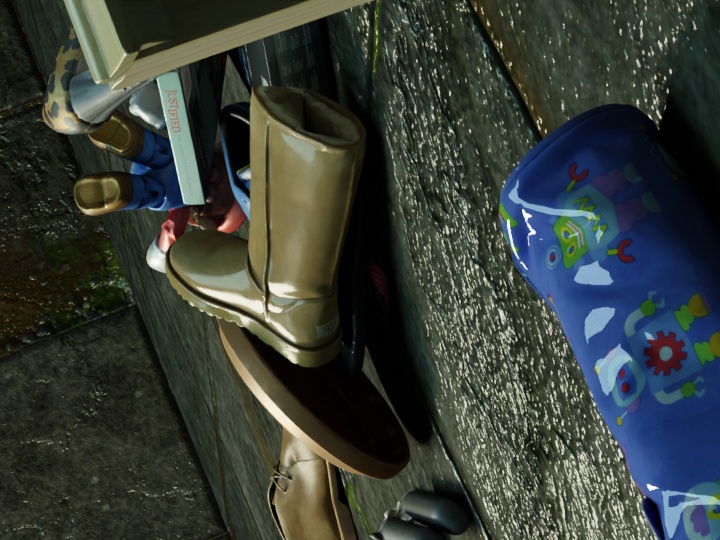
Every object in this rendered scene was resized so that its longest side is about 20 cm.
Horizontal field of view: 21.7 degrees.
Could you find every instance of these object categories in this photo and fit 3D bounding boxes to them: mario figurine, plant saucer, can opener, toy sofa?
[{"bbox_3d":[-0.166,-0.074,1.530,0.106,0.123,0.200,52,-163,24],"label":"mario figurine"},{"bbox_3d":[-0.041,0.089,1.478,0.200,0.032,0.201,42,-166,-13],"label":"plant saucer"},{"bbox_3d":[0.056,0.210,1.492,0.067,0.054,0.200,38,170,-7],"label":"can opener"},{"bbox_3d":[-0.053,-0.164,0.940,0.084,0.199,0.098,69,163,-1],"label":"toy sofa"}]

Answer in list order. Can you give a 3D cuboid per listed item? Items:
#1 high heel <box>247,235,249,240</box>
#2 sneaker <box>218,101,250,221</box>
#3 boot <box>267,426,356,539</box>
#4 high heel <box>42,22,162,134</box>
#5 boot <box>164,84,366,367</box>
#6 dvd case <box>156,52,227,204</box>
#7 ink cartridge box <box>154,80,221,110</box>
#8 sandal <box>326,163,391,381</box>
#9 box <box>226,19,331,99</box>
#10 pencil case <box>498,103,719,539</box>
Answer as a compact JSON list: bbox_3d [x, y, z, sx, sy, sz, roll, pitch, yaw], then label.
[{"bbox_3d":[-0.101,-0.050,1.619,0.068,0.095,0.201,87,159,-58],"label":"high heel"},{"bbox_3d":[-0.064,-0.042,1.479,0.078,0.066,0.202,18,-133,-64],"label":"sneaker"},{"bbox_3d":[-0.065,0.210,1.960,0.074,0.075,0.202,-138,31,-70],"label":"boot"},{"bbox_3d":[-0.188,-0.202,1.380,0.142,0.071,0.202,-26,52,41],"label":"high heel"},{"bbox_3d":[-0.069,-0.049,1.357,0.174,0.066,0.201,28,134,26],"label":"boot"},{"bbox_3d":[-0.127,-0.174,1.451,0.147,0.022,0.201,83,-173,-51],"label":"dvd case"},{"bbox_3d":[-0.146,-0.194,1.550,0.200,0.039,0.101,62,-153,-77],"label":"ink cartridge box"},{"bbox_3d":[0.000,0.000,1.392,0.075,0.045,0.201,49,143,44],"label":"sandal"},{"bbox_3d":[-0.074,-0.208,1.348,0.201,0.046,0.159,82,165,-46],"label":"box"},{"bbox_3d":[0.122,0.033,0.741,0.078,0.087,0.201,26,-147,-55],"label":"pencil case"}]
